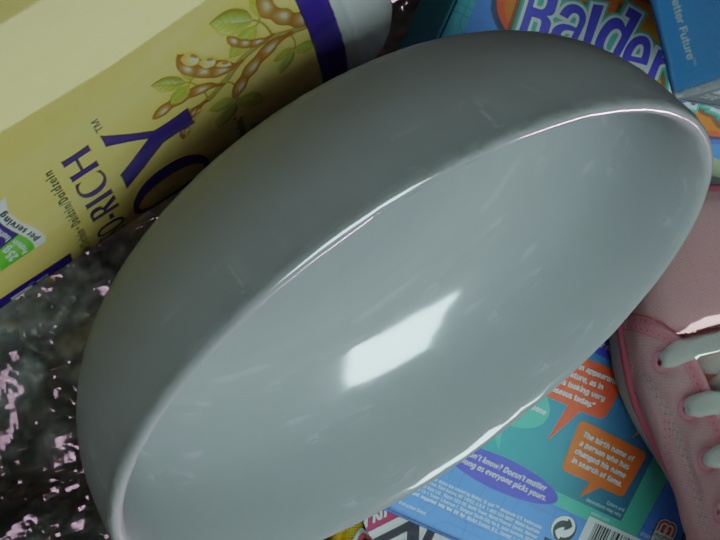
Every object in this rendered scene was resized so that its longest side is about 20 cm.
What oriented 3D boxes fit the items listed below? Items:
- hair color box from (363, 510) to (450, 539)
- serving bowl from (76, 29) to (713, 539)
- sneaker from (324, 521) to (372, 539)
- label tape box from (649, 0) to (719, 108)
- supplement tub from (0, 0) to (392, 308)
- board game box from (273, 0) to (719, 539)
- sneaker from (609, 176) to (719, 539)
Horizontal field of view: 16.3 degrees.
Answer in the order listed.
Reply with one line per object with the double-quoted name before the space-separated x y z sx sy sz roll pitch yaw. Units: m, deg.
"hair color box" 0.007 0.123 0.921 0.100 0.061 0.200 -25 127 -14
"serving bowl" 0.000 0.000 0.710 0.200 0.066 0.200 -31 157 -15
"sneaker" -0.075 0.117 0.775 0.200 0.078 0.082 -16 110 -42
"label tape box" 0.174 -0.145 0.742 0.200 0.144 0.066 -18 170 26
"supplement tub" -0.108 -0.069 0.689 0.200 0.145 0.146 -34 128 -8
"board game box" 0.066 -0.005 0.828 0.152 0.045 0.200 26 89 -14
"sneaker" 0.134 0.069 0.775 0.075 0.105 0.201 -12 95 -12
